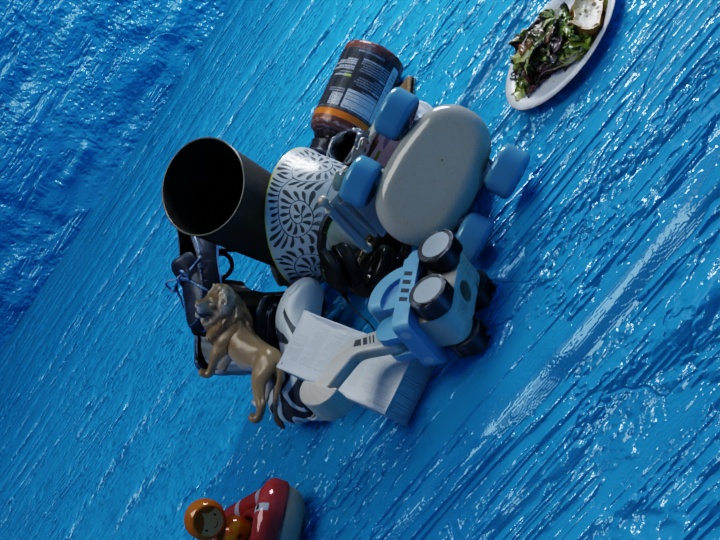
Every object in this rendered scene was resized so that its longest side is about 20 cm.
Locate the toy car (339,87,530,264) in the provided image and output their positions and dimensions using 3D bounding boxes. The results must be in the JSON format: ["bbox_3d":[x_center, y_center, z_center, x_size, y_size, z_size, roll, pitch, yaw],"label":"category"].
[{"bbox_3d":[0.099,-0.112,1.472,0.177,0.184,0.200,-63,-9,4],"label":"toy car"}]

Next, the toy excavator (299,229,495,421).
[{"bbox_3d":[0.037,0.071,1.332,0.200,0.100,0.195,-17,43,33],"label":"toy excavator"}]

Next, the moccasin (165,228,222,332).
[{"bbox_3d":[-0.249,0.000,1.721,0.080,0.068,0.200,-41,43,34],"label":"moccasin"}]

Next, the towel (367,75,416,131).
[{"bbox_3d":[0.034,-0.170,1.706,0.200,0.022,0.147,131,148,-54],"label":"towel"}]

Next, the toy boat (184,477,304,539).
[{"bbox_3d":[-0.160,0.327,1.479,0.200,0.131,0.131,-37,32,44],"label":"toy boat"}]

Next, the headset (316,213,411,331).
[{"bbox_3d":[0.000,0.000,1.565,0.094,0.123,0.200,-175,88,-77],"label":"headset"}]

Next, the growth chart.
[{"bbox_3d":[0.029,-0.122,1.496,0.018,0.145,0.200,19,63,40],"label":"growth chart"}]

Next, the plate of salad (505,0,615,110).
[{"bbox_3d":[0.242,-0.293,1.480,0.200,0.048,0.200,-46,27,32],"label":"plate of salad"}]

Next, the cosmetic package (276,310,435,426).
[{"bbox_3d":[-0.008,0.117,1.431,0.200,0.051,0.083,19,77,45],"label":"cosmetic package"}]

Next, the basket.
[{"bbox_3d":[-0.155,-0.083,1.672,0.180,0.200,0.136,38,97,44],"label":"basket"}]

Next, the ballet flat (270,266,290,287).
[{"bbox_3d":[-0.093,0.011,1.806,0.046,0.067,0.200,-21,15,-13],"label":"ballet flat"}]

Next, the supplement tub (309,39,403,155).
[{"bbox_3d":[-0.014,-0.266,1.911,0.107,0.107,0.200,-3,60,64],"label":"supplement tub"}]

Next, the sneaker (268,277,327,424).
[{"bbox_3d":[-0.060,0.110,1.571,0.130,0.079,0.199,4,79,57],"label":"sneaker"}]

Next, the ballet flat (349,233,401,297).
[{"bbox_3d":[0.042,-0.054,1.605,0.200,0.067,0.046,-61,14,11],"label":"ballet flat"}]

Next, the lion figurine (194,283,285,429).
[{"bbox_3d":[-0.150,0.111,1.573,0.200,0.072,0.123,34,106,26],"label":"lion figurine"}]

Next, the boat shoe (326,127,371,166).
[{"bbox_3d":[-0.017,-0.172,1.715,0.200,0.068,0.072,-173,97,-71],"label":"boat shoe"}]

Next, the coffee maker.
[{"bbox_3d":[-0.156,0.069,1.708,0.135,0.192,0.200,-27,16,-34],"label":"coffee maker"}]

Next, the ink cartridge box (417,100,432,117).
[{"bbox_3d":[0.066,-0.130,1.685,0.161,0.050,0.200,-114,38,-63],"label":"ink cartridge box"}]

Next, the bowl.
[{"bbox_3d":[-0.039,-0.074,1.641,0.094,0.201,0.201,-1,57,30],"label":"bowl"}]
